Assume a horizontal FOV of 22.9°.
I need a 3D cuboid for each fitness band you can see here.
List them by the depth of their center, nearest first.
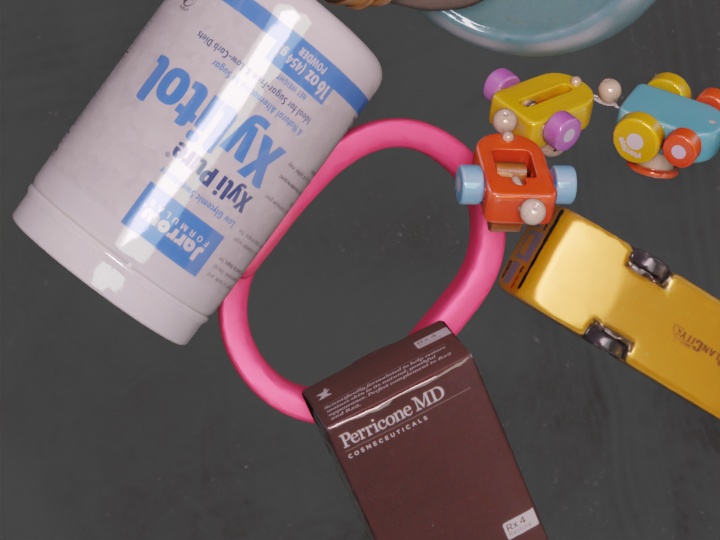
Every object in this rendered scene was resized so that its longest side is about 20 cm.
[{"bbox_3d":[0.000,0.000,1.096,0.143,0.037,0.200,41,89,-13],"label":"fitness band"}]

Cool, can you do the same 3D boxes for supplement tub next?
[{"bbox_3d":[-0.092,-0.074,1.023,0.131,0.132,0.201,36,89,-11],"label":"supplement tub"}]

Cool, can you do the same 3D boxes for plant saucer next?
[{"bbox_3d":[0.091,-0.210,1.032,0.198,0.028,0.202,10,126,13],"label":"plant saucer"}]

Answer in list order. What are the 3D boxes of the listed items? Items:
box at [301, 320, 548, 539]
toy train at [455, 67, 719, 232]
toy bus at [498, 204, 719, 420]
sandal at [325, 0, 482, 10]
[{"bbox_3d":[0.052,0.145,1.082,0.099,0.075,0.202,-26,109,-6],"label":"box"},{"bbox_3d":[0.143,-0.062,1.068,0.198,0.151,0.056,-2,129,-13],"label":"toy train"},{"bbox_3d":[0.189,0.036,1.106,0.199,0.078,0.066,30,90,-11],"label":"toy bus"},{"bbox_3d":[-0.010,-0.188,1.028,0.198,0.055,0.082,14,134,7],"label":"sandal"}]
